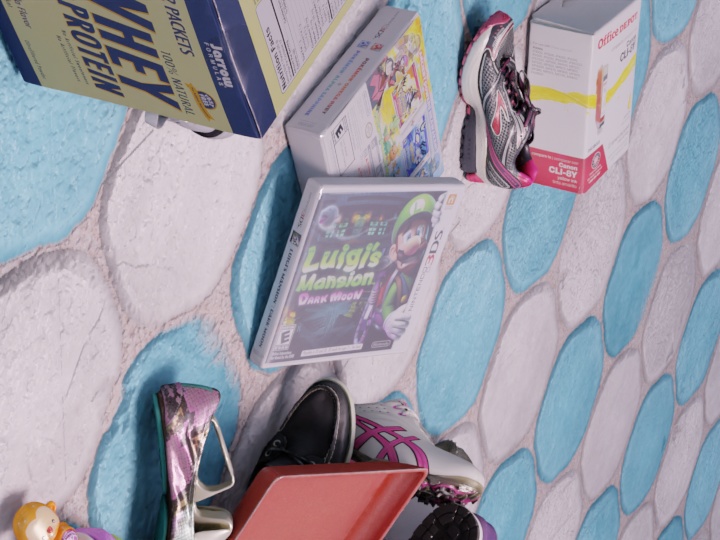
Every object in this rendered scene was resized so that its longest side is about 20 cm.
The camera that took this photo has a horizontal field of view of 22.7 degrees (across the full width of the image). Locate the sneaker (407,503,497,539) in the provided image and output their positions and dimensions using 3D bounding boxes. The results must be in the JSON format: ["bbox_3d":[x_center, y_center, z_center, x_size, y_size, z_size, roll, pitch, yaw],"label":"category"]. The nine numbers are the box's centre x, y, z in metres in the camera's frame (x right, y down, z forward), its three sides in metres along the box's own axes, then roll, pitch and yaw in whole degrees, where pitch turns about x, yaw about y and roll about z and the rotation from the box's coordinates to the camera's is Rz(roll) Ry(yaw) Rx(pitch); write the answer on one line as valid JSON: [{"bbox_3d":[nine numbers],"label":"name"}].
[{"bbox_3d":[0.049,0.306,1.678,0.200,0.076,0.088,-40,150,8],"label":"sneaker"}]

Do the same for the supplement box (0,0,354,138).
[{"bbox_3d":[-0.115,-0.220,1.180,0.200,0.199,0.135,-59,150,-30],"label":"supplement box"}]

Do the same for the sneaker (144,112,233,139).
[{"bbox_3d":[-0.113,-0.195,1.341,0.115,0.075,0.201,-12,118,-65],"label":"sneaker"}]

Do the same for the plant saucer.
[{"bbox_3d":[-0.060,0.241,1.599,0.199,0.037,0.200,4,128,-47],"label":"plant saucer"}]

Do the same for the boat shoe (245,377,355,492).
[{"bbox_3d":[-0.067,0.193,1.658,0.200,0.074,0.066,-63,158,7],"label":"boat shoe"}]

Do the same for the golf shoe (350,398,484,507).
[{"bbox_3d":[0.033,0.162,1.697,0.092,0.199,0.073,-64,149,-18],"label":"golf shoe"}]

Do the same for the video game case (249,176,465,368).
[{"bbox_3d":[0.000,0.000,1.646,0.199,0.023,0.183,-3,119,-47],"label":"video game case"}]

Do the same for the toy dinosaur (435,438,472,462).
[{"bbox_3d":[0.097,0.236,2.012,0.200,0.077,0.103,27,86,-61],"label":"toy dinosaur"}]

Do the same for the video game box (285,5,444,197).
[{"bbox_3d":[0.009,-0.113,1.667,0.182,0.047,0.201,-51,146,-33],"label":"video game box"}]

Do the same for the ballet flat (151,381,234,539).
[{"bbox_3d":[-0.141,0.188,1.500,0.069,0.071,0.201,-116,-152,-68],"label":"ballet flat"}]

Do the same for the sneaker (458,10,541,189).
[{"bbox_3d":[0.152,-0.179,1.886,0.081,0.074,0.201,-47,143,-43],"label":"sneaker"}]

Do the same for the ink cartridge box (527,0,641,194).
[{"bbox_3d":[0.253,-0.211,2.059,0.145,0.083,0.201,-41,139,-49],"label":"ink cartridge box"}]

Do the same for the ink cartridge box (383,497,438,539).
[{"bbox_3d":[0.018,0.316,1.816,0.086,0.146,0.201,-45,142,-46],"label":"ink cartridge box"}]

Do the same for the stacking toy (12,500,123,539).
[{"bbox_3d":[-0.209,0.239,1.392,0.116,0.109,0.200,-57,139,-26],"label":"stacking toy"}]
